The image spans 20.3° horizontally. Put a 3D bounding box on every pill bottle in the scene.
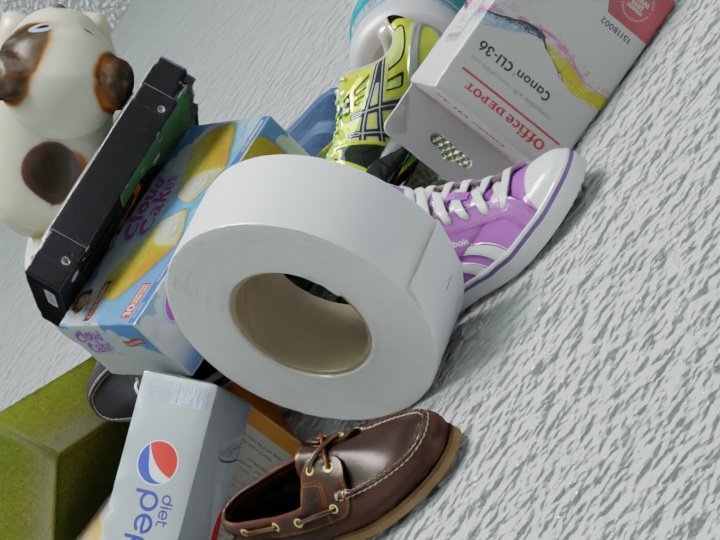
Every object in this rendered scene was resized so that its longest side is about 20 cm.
[{"bbox_3d":[0.045,-0.220,1.826,0.111,0.111,0.200,-47,17,21],"label":"pill bottle"}]

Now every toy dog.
[{"bbox_3d":[-0.249,-0.124,1.592,0.200,0.139,0.194,114,166,-56],"label":"toy dog"}]

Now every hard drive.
[{"bbox_3d":[-0.191,-0.057,1.567,0.200,0.038,0.140,-59,-5,-14],"label":"hard drive"}]

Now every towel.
[{"bbox_3d":[-0.051,-0.093,1.945,0.112,0.048,0.200,-44,18,29],"label":"towel"}]

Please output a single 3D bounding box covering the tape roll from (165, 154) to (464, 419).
[{"bbox_3d":[-0.030,0.014,1.399,0.202,0.202,0.071,-35,23,47],"label":"tape roll"}]

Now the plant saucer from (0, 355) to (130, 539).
[{"bbox_3d":[-0.238,0.185,1.676,0.200,0.048,0.201,-35,-45,-59],"label":"plant saucer"}]

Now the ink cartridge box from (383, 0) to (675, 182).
[{"bbox_3d":[0.121,-0.150,1.467,0.200,0.116,0.067,-55,17,-2],"label":"ink cartridge box"}]

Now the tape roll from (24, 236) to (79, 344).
[{"bbox_3d":[-0.181,-0.026,1.668,0.202,0.037,0.203,-12,50,15],"label":"tape roll"}]

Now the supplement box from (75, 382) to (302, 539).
[{"bbox_3d":[-0.142,0.181,1.584,0.200,0.073,0.126,-53,16,0],"label":"supplement box"}]

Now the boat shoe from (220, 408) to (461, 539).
[{"bbox_3d":[-0.018,0.143,1.334,0.200,0.070,0.071,-39,21,37],"label":"boat shoe"}]

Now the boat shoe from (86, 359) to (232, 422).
[{"bbox_3d":[-0.154,0.080,1.566,0.200,0.073,0.063,-26,21,38],"label":"boat shoe"}]

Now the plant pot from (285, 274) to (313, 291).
[{"bbox_3d":[-0.131,-0.001,1.762,0.193,0.200,0.200,-42,17,3],"label":"plant pot"}]

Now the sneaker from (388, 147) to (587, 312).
[{"bbox_3d":[0.060,-0.038,1.412,0.200,0.114,0.073,-41,19,32],"label":"sneaker"}]

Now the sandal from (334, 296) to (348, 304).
[{"bbox_3d":[0.000,0.000,1.599,0.200,0.055,0.082,-56,17,-10],"label":"sandal"}]

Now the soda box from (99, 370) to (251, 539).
[{"bbox_3d":[-0.142,0.179,1.464,0.068,0.063,0.201,40,-118,-65],"label":"soda box"}]

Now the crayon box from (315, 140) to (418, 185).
[{"bbox_3d":[0.009,-0.089,1.636,0.200,0.058,0.119,-43,-2,-6],"label":"crayon box"}]

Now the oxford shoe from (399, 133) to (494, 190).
[{"bbox_3d":[0.058,-0.048,1.547,0.200,0.075,0.058,-61,-23,2],"label":"oxford shoe"}]

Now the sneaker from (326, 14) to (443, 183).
[{"bbox_3d":[0.005,-0.107,1.538,0.200,0.076,0.075,-57,-1,-22],"label":"sneaker"}]

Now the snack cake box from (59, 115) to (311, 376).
[{"bbox_3d":[-0.129,-0.018,1.529,0.115,0.067,0.200,-1,51,51],"label":"snack cake box"}]
